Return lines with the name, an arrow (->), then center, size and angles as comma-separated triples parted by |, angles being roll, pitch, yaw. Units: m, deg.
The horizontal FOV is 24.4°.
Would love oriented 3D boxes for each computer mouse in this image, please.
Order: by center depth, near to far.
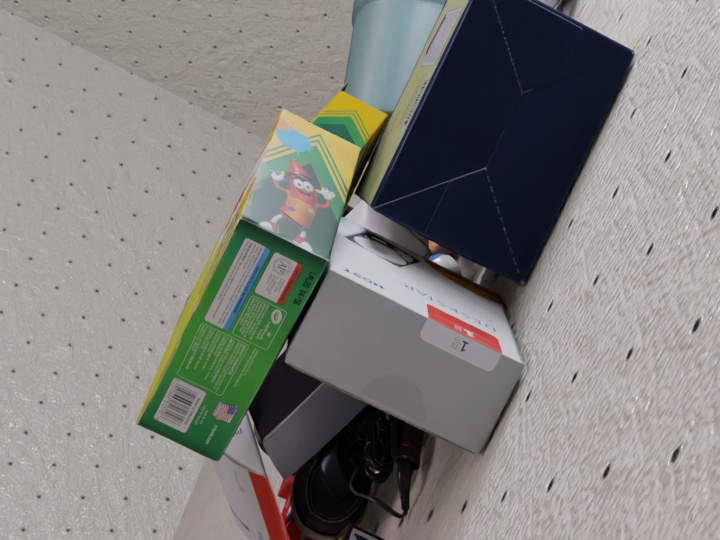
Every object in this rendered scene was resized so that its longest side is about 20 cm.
computer mouse -> 0.003, 0.133, 1.453 | 0.034, 0.059, 0.200 | -24, 16, 30

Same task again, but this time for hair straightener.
hair straightener -> 0.029, 0.134, 1.379 | 0.077, 0.041, 0.201 | -32, 29, 27

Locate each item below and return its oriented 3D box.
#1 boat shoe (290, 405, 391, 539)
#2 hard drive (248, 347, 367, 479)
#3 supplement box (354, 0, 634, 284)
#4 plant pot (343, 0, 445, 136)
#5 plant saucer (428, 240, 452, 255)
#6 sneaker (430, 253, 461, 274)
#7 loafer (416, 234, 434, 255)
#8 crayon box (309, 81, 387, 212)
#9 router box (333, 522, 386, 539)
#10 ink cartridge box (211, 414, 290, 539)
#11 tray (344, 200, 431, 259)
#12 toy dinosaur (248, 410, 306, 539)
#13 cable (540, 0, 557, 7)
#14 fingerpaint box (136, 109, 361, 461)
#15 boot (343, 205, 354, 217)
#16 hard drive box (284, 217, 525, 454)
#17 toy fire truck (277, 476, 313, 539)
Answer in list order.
boat shoe -> -0.012, 0.159, 1.493 | 0.201, 0.072, 0.063 | -65, -6, -53
hard drive -> -0.016, 0.076, 1.423 | 0.200, 0.042, 0.135 | -44, 22, 3
supplement box -> 0.101, -0.115, 1.348 | 0.202, 0.133, 0.200 | -64, 6, 4
plant pot -> 0.063, -0.234, 1.953 | 0.200, 0.198, 0.198 | 130, 157, -66
plant saucer -> 0.123, -0.102, 1.567 | 0.200, 0.037, 0.202 | -155, 89, -85
sneaker -> 0.017, 0.020, 1.564 | 0.076, 0.112, 0.200 | -25, -20, -32
loafer -> 0.064, -0.056, 1.703 | 0.200, 0.075, 0.068 | -84, 15, -72
crayon box -> -0.035, -0.072, 1.395 | 0.127, 0.051, 0.200 | -64, -2, 23
router box -> -0.041, 0.304, 1.274 | 0.200, 0.052, 0.158 | 124, 169, -55
ink cartridge box -> -0.097, 0.198, 1.448 | 0.163, 0.056, 0.201 | 79, 175, -53
tray -> 0.000, 0.000, 1.443 | 0.107, 0.022, 0.200 | -43, 21, -1
toy dinosaur -> -0.053, 0.165, 1.568 | 0.077, 0.200, 0.102 | -50, -27, 23
cable -> 0.147, -0.253, 1.663 | 0.200, 0.069, 0.200 | -52, -2, -40
fingerpaint box -> -0.079, 0.010, 1.224 | 0.201, 0.073, 0.167 | -60, 8, 31
boot -> -0.037, 0.035, 1.746 | 0.202, 0.185, 0.064 | -62, 21, -2
hard drive box -> 0.030, 0.042, 1.234 | 0.077, 0.155, 0.200 | -63, 7, 12
toy fire truck -> -0.063, 0.260, 1.652 | 0.141, 0.048, 0.202 | 124, 168, -58
